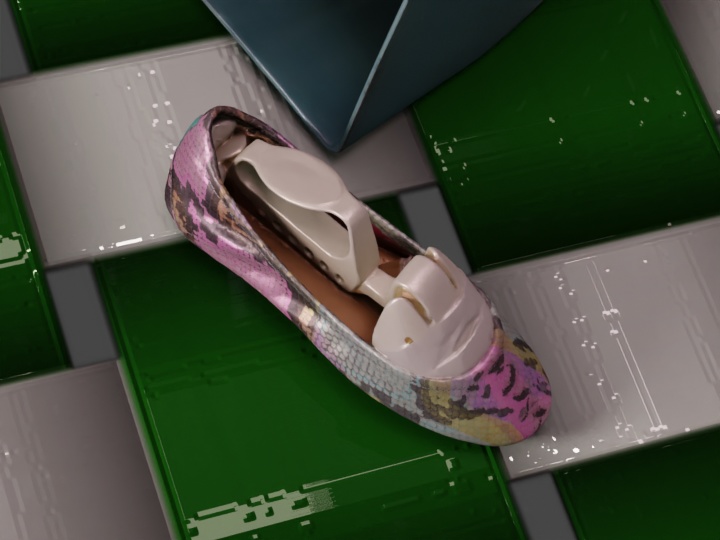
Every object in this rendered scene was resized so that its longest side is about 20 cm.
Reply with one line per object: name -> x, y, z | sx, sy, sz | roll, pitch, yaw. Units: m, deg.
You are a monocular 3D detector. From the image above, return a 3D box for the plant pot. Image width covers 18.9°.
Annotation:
plant pot -> 0.036, -0.184, 0.990 | 0.199, 0.142, 0.141 | -31, 72, -32

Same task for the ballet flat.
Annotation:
ballet flat -> 0.000, 0.000, 0.919 | 0.199, 0.071, 0.069 | 38, 61, 9
